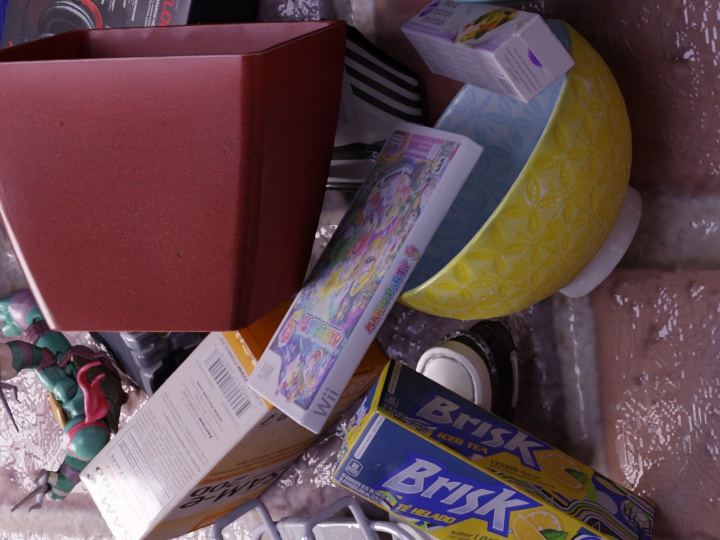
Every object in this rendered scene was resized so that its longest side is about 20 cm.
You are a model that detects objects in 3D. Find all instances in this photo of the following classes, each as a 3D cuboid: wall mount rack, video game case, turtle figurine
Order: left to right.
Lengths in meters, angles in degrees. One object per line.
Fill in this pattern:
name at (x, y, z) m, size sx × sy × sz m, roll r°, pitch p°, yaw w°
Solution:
turtle figurine at (-0.220, 0.097, 1.770) m, size 0.200 × 0.100 × 0.151 m, roll -111°, pitch 8°, yaw -61°
wall mount rack at (-0.023, 0.243, 1.689) m, size 0.199 × 0.074 × 0.175 m, roll -9°, pitch 109°, yaw 53°
video game case at (0.000, 0.000, 1.524) m, size 0.201 × 0.018 × 0.143 m, roll -60°, pitch 18°, yaw -2°

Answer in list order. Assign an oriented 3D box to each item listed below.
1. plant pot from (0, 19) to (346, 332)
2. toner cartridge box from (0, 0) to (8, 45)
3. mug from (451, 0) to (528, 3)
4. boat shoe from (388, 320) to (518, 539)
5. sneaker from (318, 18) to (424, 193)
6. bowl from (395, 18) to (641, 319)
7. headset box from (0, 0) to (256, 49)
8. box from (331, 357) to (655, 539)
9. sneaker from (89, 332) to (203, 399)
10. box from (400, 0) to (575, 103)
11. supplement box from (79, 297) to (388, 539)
plant pot at (-0.123, -0.060, 1.549) m, size 0.198 × 0.200 × 0.178 m, roll 0°, pitch 102°, yaw 16°
toner cartridge box at (-0.313, -0.177, 1.893) m, size 0.094 × 0.043 × 0.202 m, roll 4°, pitch 100°, yaw 38°
mug at (0.086, -0.247, 1.500) m, size 0.184 × 0.114 × 0.153 m, roll 20°, pitch 110°, yaw 37°
boat shoe at (0.065, 0.123, 1.616) m, size 0.074 × 0.060 × 0.201 m, roll 23°, pitch 126°, yaw 30°
sneaker at (-0.048, -0.113, 1.657) m, size 0.199 × 0.076 × 0.116 m, roll 3°, pitch 89°, yaw 18°
bowl at (0.109, -0.044, 1.505) m, size 0.107 × 0.201 × 0.200 m, roll 32°, pitch 128°, yaw -18°
headset box at (-0.164, -0.164, 1.749) m, size 0.199 × 0.075 × 0.150 m, roll 29°, pitch 115°, yaw 33°
box at (0.085, 0.140, 1.531) m, size 0.199 × 0.070 × 0.065 m, roll 29°, pitch 119°, yaw -5°
sneaker at (-0.176, 0.010, 1.764) m, size 0.115 × 0.075 × 0.201 m, roll 27°, pitch 136°, yaw 51°
box at (0.076, -0.139, 1.498) m, size 0.042 × 0.039 × 0.200 m, roll 53°, pitch 174°, yaw -16°
supplement box at (-0.089, 0.106, 1.701) m, size 0.200 × 0.126 × 0.074 m, roll -46°, pitch 70°, yaw 36°
